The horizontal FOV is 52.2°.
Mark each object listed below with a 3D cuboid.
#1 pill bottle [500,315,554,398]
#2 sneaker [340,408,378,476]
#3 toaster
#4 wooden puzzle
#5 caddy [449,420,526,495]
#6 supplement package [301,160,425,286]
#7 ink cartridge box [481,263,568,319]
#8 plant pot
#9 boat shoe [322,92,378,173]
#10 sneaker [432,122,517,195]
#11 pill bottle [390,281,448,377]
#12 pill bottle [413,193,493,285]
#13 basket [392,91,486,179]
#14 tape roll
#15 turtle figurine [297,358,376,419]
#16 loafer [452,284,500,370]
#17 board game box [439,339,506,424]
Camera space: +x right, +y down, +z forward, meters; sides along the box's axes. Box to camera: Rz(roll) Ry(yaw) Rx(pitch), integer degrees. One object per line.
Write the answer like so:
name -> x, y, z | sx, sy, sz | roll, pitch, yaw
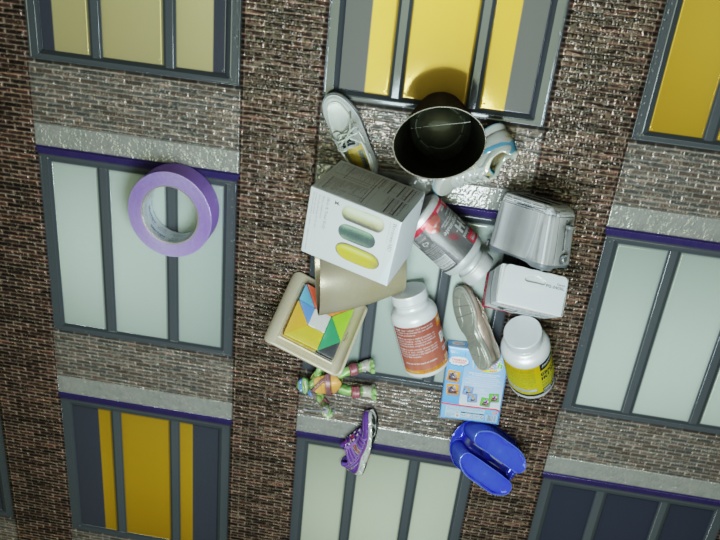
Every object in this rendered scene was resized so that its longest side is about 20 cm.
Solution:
pill bottle -> 0.376, 0.193, 1.656 | 0.110, 0.114, 0.202 | -11, 140, 12
sneaker -> -0.008, 0.440, 1.878 | 0.082, 0.081, 0.204 | 19, 116, 5
toaster -> 0.358, -0.087, 1.545 | 0.112, 0.198, 0.132 | -2, 109, -41
wooden puzzle -> -0.100, 0.120, 1.700 | 0.197, 0.188, 0.037 | 25, 157, -3
caddy -> 0.317, 0.462, 1.833 | 0.198, 0.105, 0.143 | 36, 90, -10
supplement package -> 0.005, -0.100, 1.498 | 0.196, 0.151, 0.154 | 22, 124, 14
ink cartridge box -> 0.349, 0.048, 1.578 | 0.142, 0.200, 0.085 | 12, 85, 2
plant pot -> 0.000, 0.000, 1.634 | 0.195, 0.188, 0.192 | -2, 115, -7
boat shoe -> -0.025, -0.274, 1.549 | 0.073, 0.086, 0.205 | -20, 111, 15
sneaker -> 0.234, -0.216, 1.533 | 0.199, 0.076, 0.082 | -38, 61, 22
pill bottle -> 0.133, 0.135, 1.700 | 0.110, 0.113, 0.204 | -11, 113, 12
pill bottle -> 0.193, -0.062, 1.603 | 0.199, 0.111, 0.111 | 41, 113, -12
basket -> 0.156, -0.278, 1.460 | 0.176, 0.201, 0.139 | -6, 114, 9
tape roll -> -0.425, -0.137, 1.676 | 0.195, 0.066, 0.205 | 2, 115, 5
turtle figurine -> -0.056, 0.271, 1.756 | 0.189, 0.147, 0.201 | -5, 149, -7
loafer -> 0.270, 0.126, 1.704 | 0.071, 0.062, 0.204 | -15, 94, 55
board game box -> 0.275, 0.273, 1.786 | 0.147, 0.037, 0.204 | 6, 115, 5
